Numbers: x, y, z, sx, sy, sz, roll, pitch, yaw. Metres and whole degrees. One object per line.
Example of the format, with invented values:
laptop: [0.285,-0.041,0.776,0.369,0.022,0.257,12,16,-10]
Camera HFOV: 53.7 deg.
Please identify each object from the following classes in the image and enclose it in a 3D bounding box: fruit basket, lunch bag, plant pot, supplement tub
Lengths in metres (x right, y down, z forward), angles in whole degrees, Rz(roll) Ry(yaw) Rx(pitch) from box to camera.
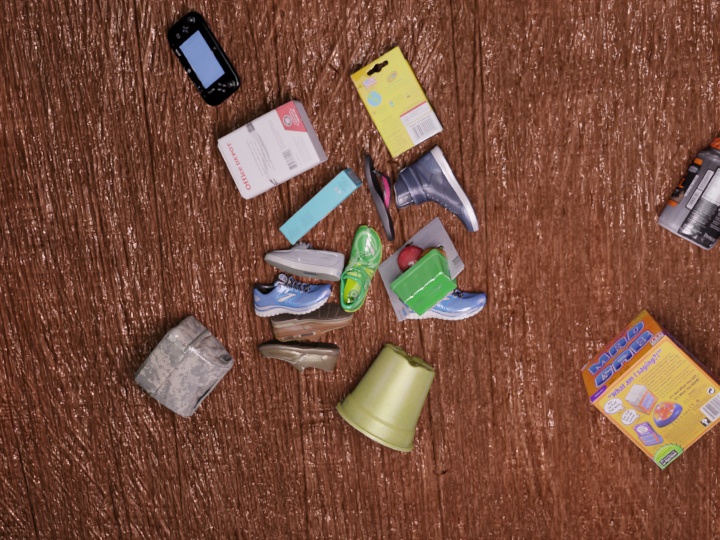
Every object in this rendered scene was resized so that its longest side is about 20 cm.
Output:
fruit basket: [0.131,-0.003,1.549,0.185,0.201,0.094,-40,120,15]
lunch bag: [-0.420,0.238,1.716,0.168,0.139,0.200,42,107,0]
plant pot: [0.073,0.277,1.621,0.199,0.200,0.186,28,94,4]
supplement tub: [0.703,-0.155,1.431,0.122,0.123,0.201,28,105,4]

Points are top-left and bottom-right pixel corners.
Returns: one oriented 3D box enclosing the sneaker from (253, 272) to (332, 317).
sneaker: [-0.162,0.051,1.655,0.198,0.079,0.090,-8,112,12]

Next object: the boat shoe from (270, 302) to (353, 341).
boat shoe: [-0.110,0.126,1.677,0.197,0.072,0.069,-4,119,10]

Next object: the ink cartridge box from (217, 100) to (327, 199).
ink cartridge box: [-0.197,-0.269,1.595,0.198,0.083,0.148,-24,96,14]

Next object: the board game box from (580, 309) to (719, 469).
board game box: [0.615,0.242,1.492,0.200,0.200,0.200,43,106,-1]

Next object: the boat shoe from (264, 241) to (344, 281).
boat shoe: [-0.126,-0.027,1.646,0.199,0.070,0.072,11,72,22]

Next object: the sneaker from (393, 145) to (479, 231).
sneaker: [0.158,-0.147,1.551,0.145,0.077,0.204,-31,85,4]

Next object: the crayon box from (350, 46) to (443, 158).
crayon box: [0.080,-0.363,1.540,0.126,0.051,0.201,-27,97,14]

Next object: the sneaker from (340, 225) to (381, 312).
sneaker: [0.000,0.000,1.612,0.073,0.084,0.202,13,96,6]

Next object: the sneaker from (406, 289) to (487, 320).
sneaker: [0.184,0.060,1.590,0.197,0.079,0.090,-1,104,11]

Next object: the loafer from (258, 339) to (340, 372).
loafer: [-0.148,0.205,1.691,0.197,0.076,0.068,4,96,10]

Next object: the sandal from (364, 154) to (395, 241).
sandal: [0.055,-0.165,1.579,0.045,0.075,0.202,-15,106,16]

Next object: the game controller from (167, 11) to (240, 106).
game controller: [-0.353,-0.475,1.602,0.104,0.042,0.201,-31,94,15]

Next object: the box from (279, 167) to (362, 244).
box: [-0.089,-0.145,1.602,0.200,0.082,0.049,-41,93,16]
